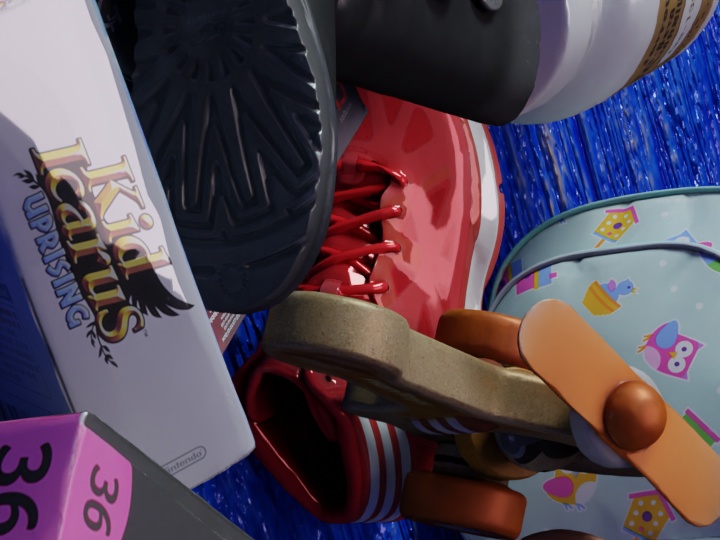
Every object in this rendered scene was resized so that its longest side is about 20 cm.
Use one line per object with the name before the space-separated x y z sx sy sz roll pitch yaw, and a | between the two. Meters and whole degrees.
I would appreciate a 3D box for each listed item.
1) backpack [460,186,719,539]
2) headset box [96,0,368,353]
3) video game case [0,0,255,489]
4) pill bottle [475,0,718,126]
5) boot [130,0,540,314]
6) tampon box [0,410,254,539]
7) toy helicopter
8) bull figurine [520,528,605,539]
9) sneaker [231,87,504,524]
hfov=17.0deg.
backpack | 0.129 0.061 1.030 0.153 0.175 0.201 49 39 -49
headset box | -0.081 -0.072 0.793 0.201 0.077 0.149 64 34 -26
video game case | -0.115 -0.044 0.611 0.045 0.200 0.182 -29 112 -24
pill bottle | 0.079 -0.124 1.036 0.200 0.114 0.115 -32 111 -63
boot | -0.001 -0.067 0.799 0.200 0.065 0.166 5 79 -65
tampon box | -0.121 0.132 0.543 0.126 0.199 0.151 44 46 -47
toy helicopter | 0.042 0.044 0.821 0.200 0.132 0.079 26 75 -52
bull figurine | 0.086 0.188 0.819 0.065 0.121 0.201 5 80 -53
sneaker | 0.000 0.000 0.917 0.115 0.078 0.201 -10 90 -62
